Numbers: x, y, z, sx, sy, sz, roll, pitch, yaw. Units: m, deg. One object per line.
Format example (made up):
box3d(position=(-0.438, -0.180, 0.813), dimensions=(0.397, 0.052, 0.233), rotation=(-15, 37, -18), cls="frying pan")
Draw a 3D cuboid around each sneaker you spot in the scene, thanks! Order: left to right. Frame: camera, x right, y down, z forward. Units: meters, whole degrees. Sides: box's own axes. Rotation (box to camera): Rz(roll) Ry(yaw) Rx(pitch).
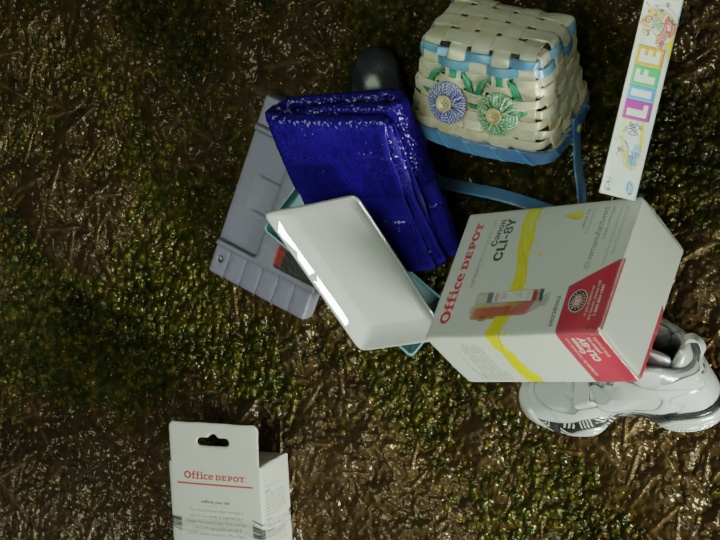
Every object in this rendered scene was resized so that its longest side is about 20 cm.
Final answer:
box3d(position=(0.235, 0.093, 1.567), dimensions=(0.198, 0.076, 0.115), rotation=(-1, 141, 22), cls="sneaker")

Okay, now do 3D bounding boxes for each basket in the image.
box3d(position=(0.127, -0.147, 1.589), dimensions=(0.175, 0.139, 0.201), rotation=(14, 137, 25), cls="basket")

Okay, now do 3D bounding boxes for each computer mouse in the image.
box3d(position=(0.030, -0.122, 1.677), dimensions=(0.058, 0.034, 0.202), rotation=(-12, 93, -6), cls="computer mouse")

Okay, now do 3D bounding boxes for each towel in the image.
box3d(position=(0.002, -0.078, 1.597), dimensions=(0.146, 0.050, 0.201), rotation=(-3, 133, 22), cls="towel")

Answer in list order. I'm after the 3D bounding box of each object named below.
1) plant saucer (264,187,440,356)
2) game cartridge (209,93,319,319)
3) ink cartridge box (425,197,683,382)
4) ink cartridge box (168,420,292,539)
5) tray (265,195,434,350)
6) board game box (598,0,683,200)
box3d(position=(-0.002, -0.004, 1.705), dimensions=(0.200, 0.019, 0.070), rotation=(40, 108, 1), cls="plant saucer")
box3d(position=(-0.072, -0.065, 1.747), dimensions=(0.129, 0.038, 0.202), rotation=(27, 108, 25), cls="game cartridge")
box3d(position=(0.174, 0.021, 1.545), dimensions=(0.199, 0.083, 0.146), rotation=(-5, 53, 42), cls="ink cartridge box")
box3d(position=(-0.137, 0.255, 1.802), dimensions=(0.115, 0.068, 0.203), rotation=(1, 98, 26), cls="ink cartridge box")
box3d(position=(0.000, 0.000, 1.636), dimensions=(0.106, 0.022, 0.201), rotation=(-10, 132, 31), cls="tray")
box3d(position=(0.254, -0.173, 1.514), dimensions=(0.034, 0.134, 0.202), rotation=(13, 103, 7), cls="board game box")
